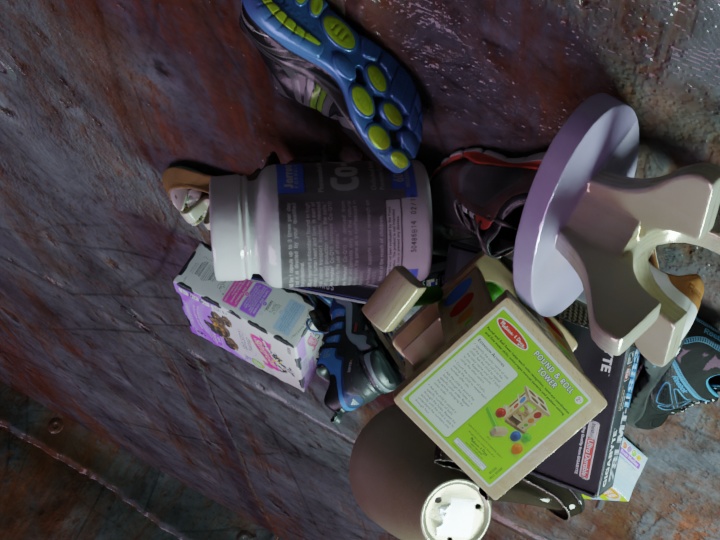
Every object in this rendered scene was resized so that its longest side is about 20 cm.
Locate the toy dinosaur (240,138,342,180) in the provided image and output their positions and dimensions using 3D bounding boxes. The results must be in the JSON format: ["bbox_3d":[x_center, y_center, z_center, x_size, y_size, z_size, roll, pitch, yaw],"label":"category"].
[{"bbox_3d":[-0.031,-0.076,1.123,0.198,0.078,0.102,25,166,-15],"label":"toy dinosaur"}]

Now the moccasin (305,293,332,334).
[{"bbox_3d":[-0.039,0.047,1.359,0.080,0.069,0.201,17,153,31],"label":"moccasin"}]

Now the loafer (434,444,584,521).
[{"bbox_3d":[0.172,0.251,1.321,0.198,0.072,0.073,28,156,12],"label":"loafer"}]

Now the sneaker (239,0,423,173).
[{"bbox_3d":[-0.023,-0.165,0.929,0.199,0.071,0.083,43,160,-12],"label":"sneaker"}]

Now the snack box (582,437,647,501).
[{"bbox_3d":[0.222,0.208,1.352,0.168,0.068,0.199,41,157,-19],"label":"snack box"}]

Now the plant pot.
[{"bbox_3d":[0.096,0.286,1.435,0.187,0.188,0.200,38,178,-15],"label":"plant pot"}]

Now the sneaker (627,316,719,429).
[{"bbox_3d":[0.303,0.109,1.046,0.081,0.074,0.201,23,156,16],"label":"sneaker"}]

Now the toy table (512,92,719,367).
[{"bbox_3d":[0.198,-0.022,0.814,0.117,0.184,0.201,35,157,30],"label":"toy table"}]

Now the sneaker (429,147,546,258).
[{"bbox_3d":[0.113,-0.053,0.949,0.077,0.082,0.199,42,157,-25],"label":"sneaker"}]

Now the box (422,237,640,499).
[{"bbox_3d":[0.164,0.088,1.055,0.197,0.203,0.049,18,-163,33],"label":"box"}]

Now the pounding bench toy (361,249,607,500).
[{"bbox_3d":[0.086,0.055,0.935,0.200,0.124,0.156,45,-167,-13],"label":"pounding bench toy"}]

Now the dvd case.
[{"bbox_3d":[0.000,0.000,1.144,0.198,0.149,0.025,11,107,42],"label":"dvd case"}]

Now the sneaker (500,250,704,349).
[{"bbox_3d":[0.208,0.003,0.957,0.199,0.085,0.073,28,164,39],"label":"sneaker"}]

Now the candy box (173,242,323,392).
[{"bbox_3d":[-0.150,0.069,1.538,0.198,0.072,0.168,27,156,14],"label":"candy box"}]

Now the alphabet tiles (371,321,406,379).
[{"bbox_3d":[0.049,0.086,1.237,0.201,0.008,0.167,57,-170,10],"label":"alphabet tiles"}]

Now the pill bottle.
[{"bbox_3d":[-0.038,-0.043,1.014,0.197,0.115,0.114,-3,156,-5],"label":"pill bottle"}]

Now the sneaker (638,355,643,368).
[{"bbox_3d":[0.200,0.095,1.148,0.073,0.071,0.199,44,154,-27],"label":"sneaker"}]

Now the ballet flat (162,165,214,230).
[{"bbox_3d":[-0.178,-0.080,1.289,0.198,0.063,0.069,11,149,41],"label":"ballet flat"}]

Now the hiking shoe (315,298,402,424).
[{"bbox_3d":[-0.020,0.077,1.210,0.075,0.086,0.201,50,-169,-28],"label":"hiking shoe"}]
